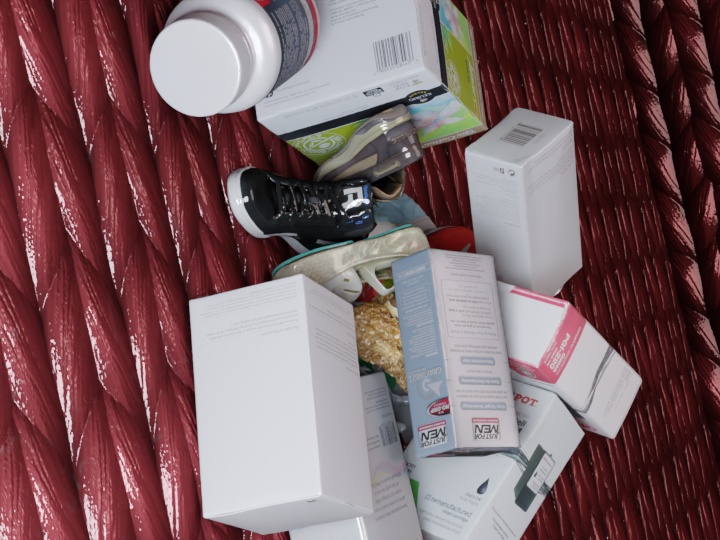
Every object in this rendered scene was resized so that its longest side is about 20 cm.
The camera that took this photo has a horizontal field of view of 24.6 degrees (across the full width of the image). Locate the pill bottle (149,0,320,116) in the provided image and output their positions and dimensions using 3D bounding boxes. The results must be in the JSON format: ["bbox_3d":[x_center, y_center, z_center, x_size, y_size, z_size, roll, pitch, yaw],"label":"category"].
[{"bbox_3d":[-0.121,-0.216,1.570,0.200,0.119,0.121,-53,126,-64],"label":"pill bottle"}]

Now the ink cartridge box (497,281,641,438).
[{"bbox_3d":[0.200,0.096,1.820,0.200,0.145,0.085,39,74,-47],"label":"ink cartridge box"}]

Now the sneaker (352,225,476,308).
[{"bbox_3d":[0.073,0.006,1.863,0.199,0.085,0.078,-32,97,-35],"label":"sneaker"}]

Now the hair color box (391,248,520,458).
[{"bbox_3d":[0.096,0.085,1.662,0.098,0.060,0.202,5,72,-43],"label":"hair color box"}]

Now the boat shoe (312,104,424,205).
[{"bbox_3d":[0.007,-0.102,1.762,0.074,0.200,0.074,-27,81,-28],"label":"boat shoe"}]

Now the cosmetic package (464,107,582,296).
[{"bbox_3d":[0.186,-0.066,1.853,0.113,0.081,0.202,-38,135,-39],"label":"cosmetic package"}]

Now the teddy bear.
[{"bbox_3d":[0.058,0.083,1.739,0.200,0.067,0.146,44,18,-32],"label":"teddy bear"}]

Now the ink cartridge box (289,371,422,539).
[{"bbox_3d":[-0.014,0.213,1.626,0.145,0.087,0.202,-7,81,-68],"label":"ink cartridge box"}]

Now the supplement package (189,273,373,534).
[{"bbox_3d":[-0.072,0.124,1.487,0.121,0.119,0.202,35,46,-62],"label":"supplement package"}]

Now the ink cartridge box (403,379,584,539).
[{"bbox_3d":[0.126,0.214,1.783,0.201,0.146,0.083,-55,132,-20],"label":"ink cartridge box"}]

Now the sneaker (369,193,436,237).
[{"bbox_3d":[0.012,-0.052,1.906,0.082,0.074,0.200,50,22,13],"label":"sneaker"}]

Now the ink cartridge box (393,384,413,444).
[{"bbox_3d":[0.120,0.099,1.930,0.199,0.083,0.146,-29,105,-38],"label":"ink cartridge box"}]

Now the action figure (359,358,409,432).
[{"bbox_3d":[-0.007,0.091,1.771,0.201,0.054,0.119,56,31,-34],"label":"action figure"}]

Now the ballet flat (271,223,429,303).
[{"bbox_3d":[0.000,0.000,1.705,0.199,0.068,0.063,-18,70,-35],"label":"ballet flat"}]

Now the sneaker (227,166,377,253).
[{"bbox_3d":[-0.048,-0.074,1.678,0.200,0.111,0.074,24,54,-64],"label":"sneaker"}]

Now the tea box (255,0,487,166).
[{"bbox_3d":[0.009,-0.216,1.787,0.196,0.198,0.135,29,50,-61],"label":"tea box"}]
